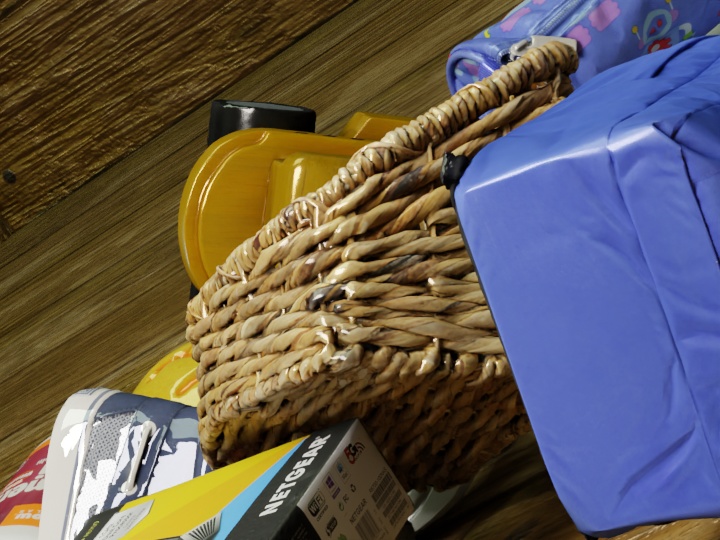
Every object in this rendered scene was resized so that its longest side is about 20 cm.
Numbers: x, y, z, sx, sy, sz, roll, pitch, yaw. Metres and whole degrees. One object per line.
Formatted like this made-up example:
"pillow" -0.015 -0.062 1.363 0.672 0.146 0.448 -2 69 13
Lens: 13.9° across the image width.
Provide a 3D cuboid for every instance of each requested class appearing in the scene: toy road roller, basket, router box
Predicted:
"toy road roller" 0.004 -0.018 1.546 0.200 0.123 0.146 6 6 -12
"basket" 0.000 0.000 1.238 0.143 0.149 0.200 3 -18 -15
"router box" -0.081 0.146 1.140 0.149 0.051 0.200 -23 17 31

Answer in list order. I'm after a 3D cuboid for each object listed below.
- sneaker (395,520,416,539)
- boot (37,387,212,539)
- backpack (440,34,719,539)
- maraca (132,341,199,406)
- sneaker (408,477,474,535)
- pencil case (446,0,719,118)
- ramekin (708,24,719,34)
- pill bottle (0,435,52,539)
"sneaker" -0.049 0.163 1.304 0.200 0.071 0.098 -42 -5 23
"boot" -0.101 0.156 1.357 0.090 0.200 0.073 5 -1 25
"backpack" 0.151 -0.005 1.111 0.168 0.163 0.200 -10 13 26
"maraca" -0.065 0.088 1.545 0.137 0.107 0.200 -1 4 8
"sneaker" -0.024 0.128 1.410 0.200 0.076 0.080 -32 -2 15
"pencil case" 0.130 -0.132 1.422 0.200 0.078 0.087 -41 -19 -12
"ramekin" 0.220 -0.095 1.446 0.202 0.094 0.202 -38 10 8
"pill bottle" -0.161 0.168 1.561 0.110 0.110 0.200 -34 10 24
